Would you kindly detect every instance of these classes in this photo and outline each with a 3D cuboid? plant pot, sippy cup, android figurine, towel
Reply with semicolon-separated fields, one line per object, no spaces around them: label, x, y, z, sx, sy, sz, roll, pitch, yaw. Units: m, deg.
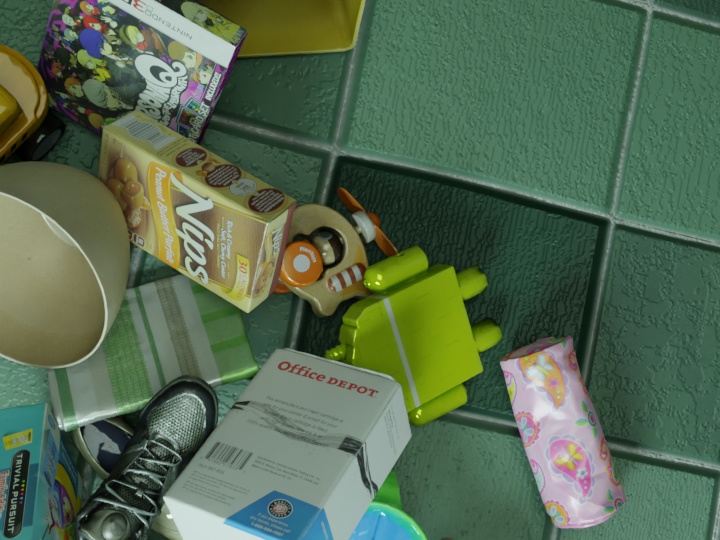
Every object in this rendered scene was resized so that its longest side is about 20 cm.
plant pot;-0.103;-0.345;1.149;0.199;0.200;0.177;-5;73;-9
plant pot;-0.300;-0.026;1.081;0.200;0.200;0.135;34;40;-4
sippy cup;-0.005;0.289;1.116;0.178;0.130;0.140;-40;92;-11
android figurine;0.054;0.073;1.165;0.199;0.041;0.183;-26;107;-25
towel;-0.213;0.077;1.128;0.199;0.031;0.150;-14;52;-11

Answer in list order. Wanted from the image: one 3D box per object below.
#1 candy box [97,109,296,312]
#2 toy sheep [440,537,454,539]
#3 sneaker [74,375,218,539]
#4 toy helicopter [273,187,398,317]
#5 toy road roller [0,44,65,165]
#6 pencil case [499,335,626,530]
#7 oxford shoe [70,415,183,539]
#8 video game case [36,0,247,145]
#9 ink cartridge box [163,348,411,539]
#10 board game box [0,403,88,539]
candy box;-0.166;-0.059;1.107;0.200;0.116;0.055;30;41;16
toy sheep;0.096;0.368;1.122;0.137;0.138;0.201;-11;85;-10
sneaker;-0.196;0.193;1.029;0.076;0.114;0.200;36;99;-12
toy helicopter;0.000;0.000;1.190;0.200;0.079;0.133;36;71;-14
toy road roller;-0.394;-0.133;1.096;0.123;0.146;0.200;43;80;-2
pencil case;0.214;0.171;1.189;0.087;0.087;0.201;-19;88;-10
oxford shoe;-0.213;0.213;1.122;0.200;0.074;0.071;39;80;-3
video game case;-0.223;-0.203;1.112;0.181;0.200;0.036;30;47;-4
ink cartridge box;-0.061;0.181;1.049;0.144;0.084;0.200;14;47;28
board game box;-0.291;0.246;1.017;0.047;0.151;0.200;-9;45;-1
